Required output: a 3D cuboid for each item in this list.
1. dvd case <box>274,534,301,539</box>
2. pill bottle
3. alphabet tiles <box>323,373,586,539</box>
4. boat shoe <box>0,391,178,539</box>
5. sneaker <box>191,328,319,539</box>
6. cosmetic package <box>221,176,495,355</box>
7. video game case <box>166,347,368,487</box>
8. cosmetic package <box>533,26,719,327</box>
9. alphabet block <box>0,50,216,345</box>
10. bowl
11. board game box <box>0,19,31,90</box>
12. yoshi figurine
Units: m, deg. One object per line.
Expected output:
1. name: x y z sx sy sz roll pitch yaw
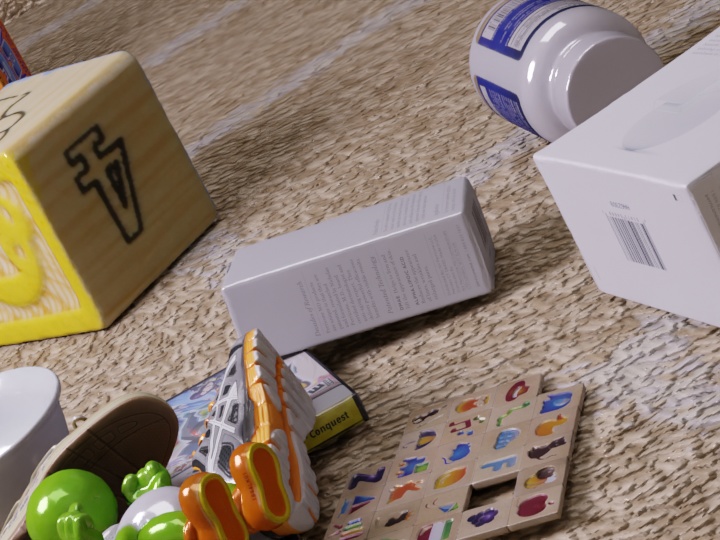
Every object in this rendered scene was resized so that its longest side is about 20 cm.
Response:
1. dvd case: -0.103 0.211 1.392 0.148 0.016 0.200 -29 20 -4
2. pill bottle: 0.177 -0.165 1.785 0.119 0.120 0.200 -30 21 -7
3. alphabet tiles: 0.062 0.128 1.376 0.166 0.008 0.200 -18 19 19
4. boat shoe: -0.202 0.155 1.488 0.200 0.073 0.063 -48 23 14
5. sneaker: -0.078 0.113 1.445 0.077 0.078 0.200 -30 29 17
6. cosmetic package: 0.000 0.000 1.649 0.199 0.074 0.102 -18 16 11
7. video game case: -0.103 0.119 1.580 0.180 0.026 0.200 -29 18 -10
8. cosmetic package: 0.263 -0.071 1.442 0.200 0.123 0.199 -35 21 -15
9. alphabet block: -0.293 -0.067 2.045 0.195 0.197 0.200 -11 26 42
10. bowl: -0.299 0.167 1.643 0.200 0.091 0.201 -25 21 10
11. board game box: -0.537 -0.223 2.721 0.199 0.200 0.200 -26 21 6
12. yoshi figurine: -0.148 0.157 1.359 0.199 0.112 0.112 -26 42 35
